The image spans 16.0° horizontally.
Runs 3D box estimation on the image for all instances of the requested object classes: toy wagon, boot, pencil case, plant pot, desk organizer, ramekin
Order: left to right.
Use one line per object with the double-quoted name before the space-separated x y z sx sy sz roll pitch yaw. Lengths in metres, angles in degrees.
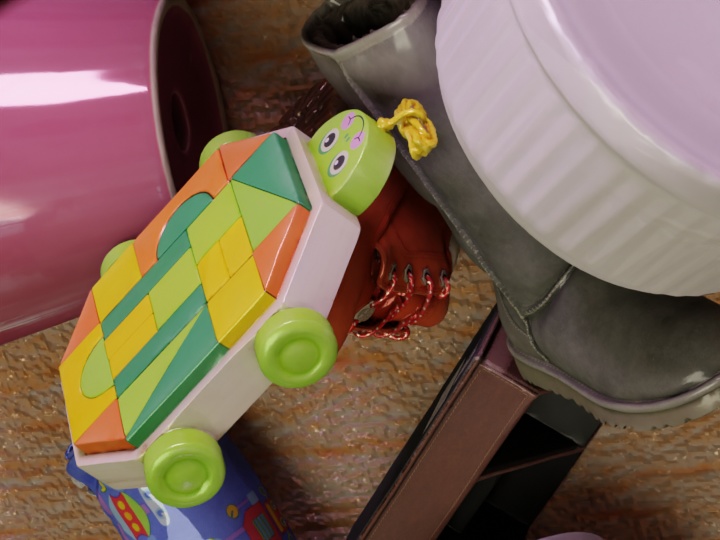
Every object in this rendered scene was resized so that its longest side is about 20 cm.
"plant pot" -0.161 -0.052 1.192 0.178 0.200 0.201 -8 119 11
"pencil case" -0.078 0.149 1.325 0.087 0.078 0.201 -31 93 27
"toy wagon" -0.049 -0.001 1.055 0.039 0.156 0.200 33 109 -30
"boot" 0.000 0.000 1.141 0.075 0.200 0.107 -37 110 27
"desk organizer" 0.057 0.106 1.264 0.077 0.072 0.201 30 129 0
"boot" 0.072 -0.034 1.088 0.181 0.072 0.201 7 130 56
"ramekin" 0.121 -0.082 1.029 0.202 0.203 0.094 40 133 -5

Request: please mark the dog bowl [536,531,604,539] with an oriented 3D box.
"dog bowl" 0.066 0.205 1.257 0.059 0.199 0.201 53 134 25
